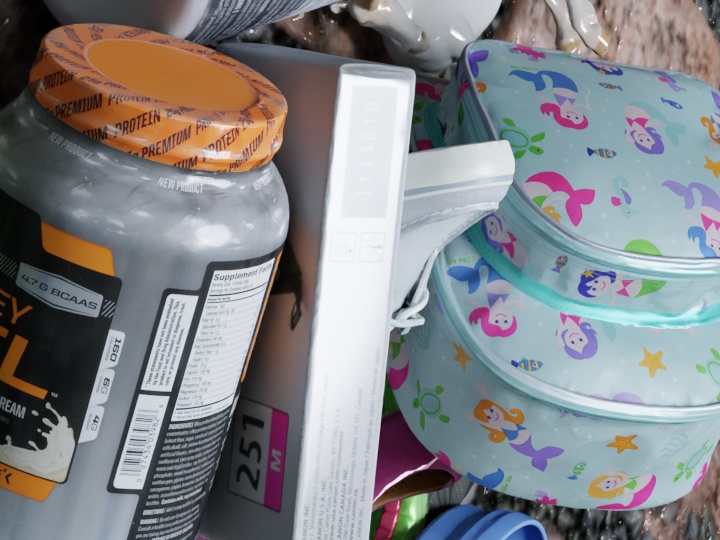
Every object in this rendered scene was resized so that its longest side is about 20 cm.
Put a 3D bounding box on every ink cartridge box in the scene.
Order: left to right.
[{"bbox_3d":[-0.052,0.007,1.056,0.043,0.173,0.201,1,98,-37],"label":"ink cartridge box"}]

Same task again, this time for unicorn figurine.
[{"bbox_3d":[0.050,-0.125,1.237,0.138,0.074,0.200,49,39,-22],"label":"unicorn figurine"}]

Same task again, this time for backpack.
[{"bbox_3d":[0.095,0.003,1.146,0.176,0.151,0.201,8,50,-20],"label":"backpack"}]

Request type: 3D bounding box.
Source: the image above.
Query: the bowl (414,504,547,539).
[{"bbox_3d":[0.030,0.206,1.241,0.201,0.039,0.201,-52,156,-36],"label":"bowl"}]

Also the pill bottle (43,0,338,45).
[{"bbox_3d":[-0.040,-0.158,1.074,0.200,0.106,0.107,-25,118,-49],"label":"pill bottle"}]

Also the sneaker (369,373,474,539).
[{"bbox_3d":[0.028,0.063,1.265,0.201,0.076,0.084,-69,160,-9],"label":"sneaker"}]

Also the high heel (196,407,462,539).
[{"bbox_3d":[0.001,0.124,1.160,0.199,0.097,0.067,-21,162,-16],"label":"high heel"}]

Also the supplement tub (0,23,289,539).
[{"bbox_3d":[-0.100,0.016,0.983,0.122,0.122,0.201,-10,123,-52],"label":"supplement tub"}]

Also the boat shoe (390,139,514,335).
[{"bbox_3d":[-0.001,0.000,1.084,0.070,0.200,0.072,-8,79,-41],"label":"boat shoe"}]
